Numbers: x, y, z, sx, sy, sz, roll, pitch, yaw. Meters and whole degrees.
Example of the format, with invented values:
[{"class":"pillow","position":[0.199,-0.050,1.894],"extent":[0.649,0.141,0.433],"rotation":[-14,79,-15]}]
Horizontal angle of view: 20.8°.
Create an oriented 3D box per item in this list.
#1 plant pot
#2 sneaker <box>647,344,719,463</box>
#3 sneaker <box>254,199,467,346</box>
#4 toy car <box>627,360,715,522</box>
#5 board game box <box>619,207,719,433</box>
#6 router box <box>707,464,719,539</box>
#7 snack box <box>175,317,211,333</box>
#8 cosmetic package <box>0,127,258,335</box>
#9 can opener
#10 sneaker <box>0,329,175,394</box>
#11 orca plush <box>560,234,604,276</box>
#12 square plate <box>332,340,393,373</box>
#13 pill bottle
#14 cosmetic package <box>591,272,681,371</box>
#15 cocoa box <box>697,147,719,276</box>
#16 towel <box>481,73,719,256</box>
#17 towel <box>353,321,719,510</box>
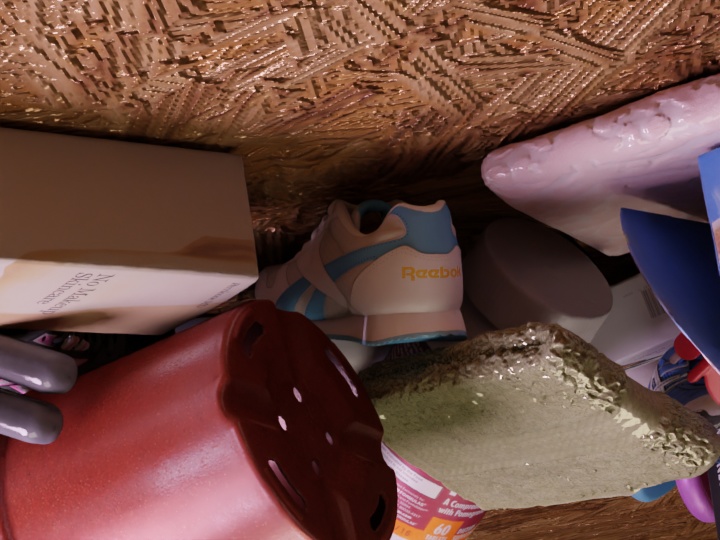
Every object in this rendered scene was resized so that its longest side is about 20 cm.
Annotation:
[{"class":"plant pot","position":[-0.098,0.122,1.057],"extent":[0.194,0.202,0.200],"rotation":[-29,156,24]},{"class":"sneaker","position":[0.205,0.081,1.209],"extent":[0.075,0.078,0.200],"rotation":[-3,174,1]},{"class":"sneaker","position":[0.000,0.000,1.135],"extent":[0.076,0.082,0.200],"rotation":[-2,-179,-30]},{"class":"toy car","position":[0.272,0.116,1.514],"extent":[0.199,0.151,0.175],"rotation":[-20,160,30]},{"class":"board game box","position":[0.207,0.040,1.106],"extent":[0.039,0.158,0.199],"rotation":[-46,152,24]},{"class":"router box","position":[0.301,0.084,1.301],"extent":[0.052,0.201,0.157],"rotation":[37,119,-22]},{"class":"snack box","position":[-0.198,0.076,1.288],"extent":[0.199,0.053,0.142],"rotation":[1,159,-34]},{"class":"cosmetic package","position":[-0.161,-0.018,0.982],"extent":[0.199,0.072,0.105],"rotation":[4,159,-37]},{"class":"can opener","position":[-0.231,0.045,1.043],"extent":[0.199,0.054,0.067],"rotation":[15,177,24]},{"class":"sneaker","position":[-0.188,0.039,1.147],"extent":[0.199,0.081,0.086],"rotation":[-3,152,-40]},{"class":"orca plush","position":[0.075,0.043,1.306],"extent":[0.199,0.072,0.105],"rotation":[-20,160,29]},{"class":"square plate","position":[-0.085,0.086,1.238],"extent":[0.199,0.029,0.198],"rotation":[-27,170,30]},{"class":"pill bottle","position":[0.067,0.072,1.220],"extent":[0.109,0.110,0.201],"rotation":[5,129,-39]},{"class":"cosmetic package","position":[0.194,0.034,1.335],"extent":[0.150,0.052,0.199],"rotation":[-15,171,-44]},{"class":"cocoa box","position":[0.294,-0.007,1.059],"extent":[0.133,0.132,0.199],"rotation":[-20,160,36]},{"class":"towel","position":[0.193,-0.064,1.103],"extent":[0.199,0.033,0.191],"rotation":[-18,162,24]},{"class":"towel","position":[0.087,0.083,1.091],"extent":[0.148,0.037,0.199],"rotation":[33,150,-28]}]
